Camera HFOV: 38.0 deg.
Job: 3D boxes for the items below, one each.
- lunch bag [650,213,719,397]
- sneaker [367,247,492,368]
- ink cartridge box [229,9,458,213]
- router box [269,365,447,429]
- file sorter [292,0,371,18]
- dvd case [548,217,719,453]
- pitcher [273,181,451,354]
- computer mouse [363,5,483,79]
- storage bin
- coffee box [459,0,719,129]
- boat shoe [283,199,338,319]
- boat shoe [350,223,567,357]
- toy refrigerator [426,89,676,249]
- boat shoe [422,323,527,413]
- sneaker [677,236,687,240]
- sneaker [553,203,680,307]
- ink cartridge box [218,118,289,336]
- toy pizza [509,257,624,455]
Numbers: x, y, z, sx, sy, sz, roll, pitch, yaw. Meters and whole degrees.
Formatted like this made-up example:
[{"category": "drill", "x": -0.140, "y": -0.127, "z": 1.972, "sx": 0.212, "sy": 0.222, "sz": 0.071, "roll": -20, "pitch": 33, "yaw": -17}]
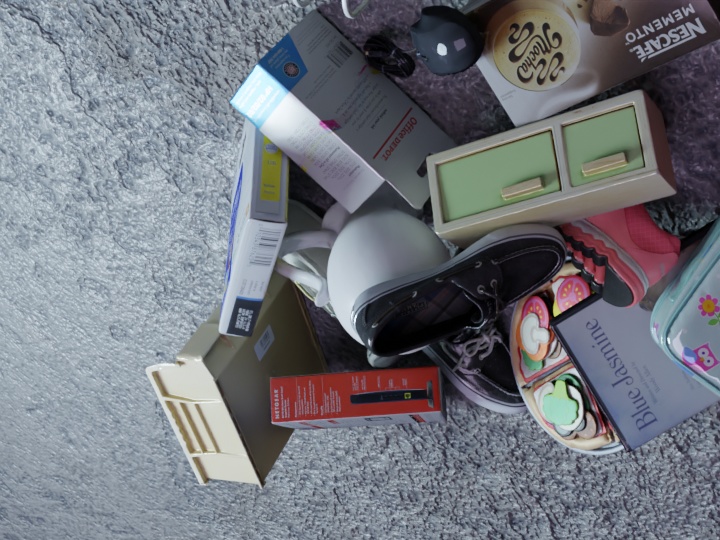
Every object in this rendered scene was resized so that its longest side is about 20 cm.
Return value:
[{"category": "lunch bag", "x": 0.354, "y": 0.017, "z": 0.894, "sx": 0.160, "sy": 0.077, "sz": 0.201, "roll": 34, "pitch": 100, "yaw": 4}, {"category": "sneaker", "x": 0.094, "y": 0.043, "z": 1.074, "sx": 0.200, "sy": 0.075, "sz": 0.079, "roll": -41, "pitch": 109, "yaw": 10}, {"category": "ink cartridge box", "x": -0.012, "y": -0.139, "z": 1.006, "sx": 0.200, "sy": 0.115, "sz": 0.068, "roll": 42, "pitch": 137, "yaw": -7}, {"category": "router box", "x": 0.005, "y": 0.145, "z": 1.165, "sx": 0.178, "sy": 0.049, "sz": 0.200, "roll": -4, "pitch": 169, "yaw": 5}, {"category": "file sorter", "x": -0.074, "y": -0.309, "z": 0.892, "sx": 0.199, "sy": 0.125, "sz": 0.140, "roll": 15, "pitch": 133, "yaw": 20}, {"category": "dvd case", "x": 0.292, "y": 0.056, "z": 0.954, "sx": 0.199, "sy": 0.018, "sz": 0.143, "roll": -32, "pitch": 92, "yaw": 10}, {"category": "pitcher", "x": 0.000, "y": 0.000, "z": 1.018, "sx": 0.170, "sy": 0.200, "sz": 0.122, "roll": -18, "pitch": 122, "yaw": 0}, {"category": "computer mouse", "x": 0.045, "y": -0.192, "z": 0.921, "sx": 0.059, "sy": 0.034, "sz": 0.200, "roll": 54, "pitch": 164, "yaw": -17}, {"category": "storage bin", "x": -0.140, "y": 0.117, "z": 1.244, "sx": 0.093, "sy": 0.200, "sz": 0.200, "roll": 2, "pitch": 128, "yaw": 28}, {"category": "coffee box", "x": 0.190, "y": -0.211, "z": 0.846, "sx": 0.199, "sy": 0.080, "sz": 0.113, "roll": -20, "pitch": 113, "yaw": 41}, {"category": "boat shoe", "x": -0.031, "y": 0.007, "z": 1.160, "sx": 0.202, "sy": 0.072, "sz": 0.060, "roll": 45, "pitch": 153, "yaw": 15}, {"category": "boat shoe", "x": 0.089, "y": 0.022, "z": 0.892, "sx": 0.198, "sy": 0.066, "sz": 0.070, "roll": -17, "pitch": 122, "yaw": -3}, {"category": "toy refrigerator", "x": 0.160, "y": -0.083, "z": 0.900, "sx": 0.199, "sy": 0.077, "sz": 0.070, "roll": -14, "pitch": 161, "yaw": 27}, {"category": "boat shoe", "x": 0.119, "y": 0.077, "z": 1.145, "sx": 0.199, "sy": 0.074, "sz": 0.068, "roll": 44, "pitch": 151, "yaw": 3}, {"category": "sneaker", "x": 0.293, "y": 0.055, "z": 1.027, "sx": 0.075, "sy": 0.081, "sz": 0.201, "roll": 45, "pitch": 129, "yaw": 42}, {"category": "sneaker", "x": 0.212, "y": -0.055, "z": 0.965, "sx": 0.200, "sy": 0.086, "sz": 0.074, "roll": 51, "pitch": 166, "yaw": 30}, {"category": "ink cartridge box", "x": -0.107, "y": -0.068, "z": 1.074, "sx": 0.047, "sy": 0.201, "sz": 0.198, "roll": 9, "pitch": 143, "yaw": -9}, {"category": "toy pizza", "x": 0.216, "y": 0.085, "z": 1.043, "sx": 0.199, "sy": 0.032, "sz": 0.202, "roll": 10, "pitch": 103, "yaw": 52}]
